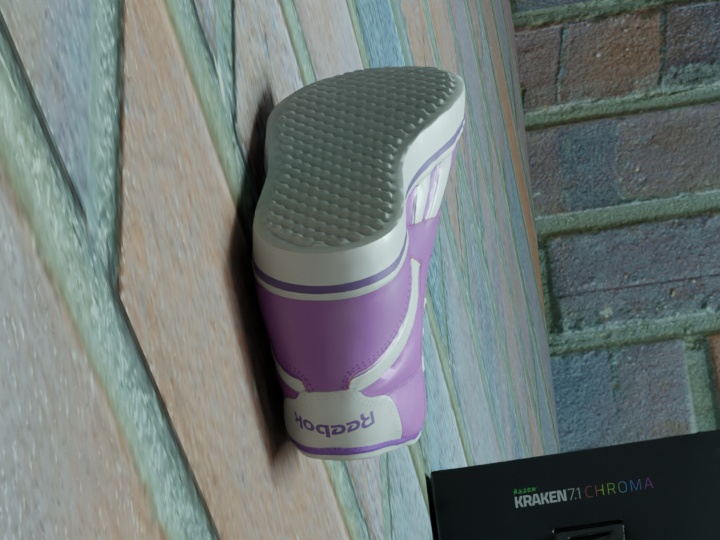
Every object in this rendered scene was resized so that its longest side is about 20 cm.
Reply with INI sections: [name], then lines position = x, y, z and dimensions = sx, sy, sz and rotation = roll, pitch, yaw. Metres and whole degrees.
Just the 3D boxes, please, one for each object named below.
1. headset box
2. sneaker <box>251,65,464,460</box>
[headset box]
position = 0.139, 0.159, 1.498
dimensions = 0.200, 0.173, 0.093
rotation = 59, 23, -76
[sneaker]
position = -0.001, 0.000, 0.972
dimensions = 0.201, 0.072, 0.115
rotation = -65, 151, -60
